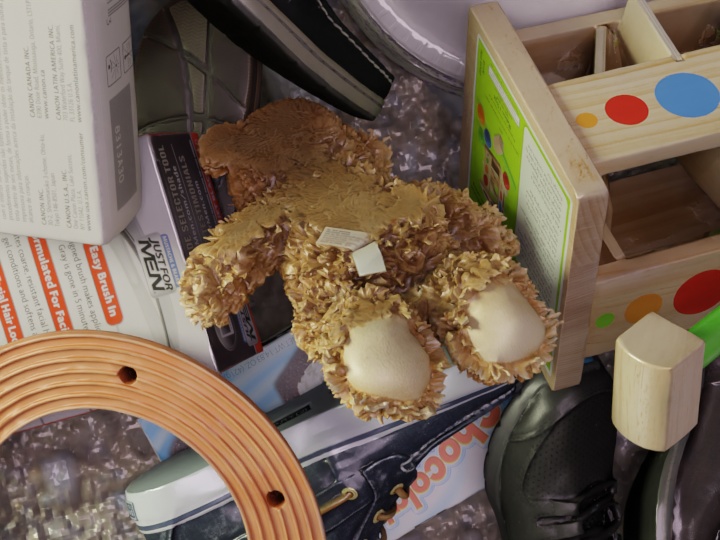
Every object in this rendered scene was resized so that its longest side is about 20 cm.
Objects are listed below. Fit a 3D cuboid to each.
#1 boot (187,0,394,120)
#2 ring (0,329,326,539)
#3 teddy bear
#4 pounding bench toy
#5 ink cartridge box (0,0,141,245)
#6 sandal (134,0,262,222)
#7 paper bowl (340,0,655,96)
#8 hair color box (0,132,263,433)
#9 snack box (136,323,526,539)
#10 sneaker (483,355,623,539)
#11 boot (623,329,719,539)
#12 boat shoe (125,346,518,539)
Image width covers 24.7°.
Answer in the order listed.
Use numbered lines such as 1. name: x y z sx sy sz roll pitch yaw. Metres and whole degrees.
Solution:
1. boot: -0.023 -0.177 0.710 0.203 0.073 0.154 42 83 -28
2. ring: -0.110 0.119 0.735 0.199 0.019 0.201 4 110 11
3. teddy bear: 0.000 0.000 0.702 0.145 0.200 0.067 -35 136 -28
4. pounding bench toy: 0.150 -0.022 0.715 0.155 0.125 0.200 -13 49 -11
5. ink cartridge box: -0.192 -0.101 0.676 0.199 0.050 0.162 8 120 15
6. sandal: -0.086 -0.033 0.802 0.081 0.055 0.201 10 93 15
7. paper bowl: 0.079 -0.184 0.788 0.200 0.104 0.202 0 92 -3
8. hair color box: -0.158 0.017 0.764 0.199 0.064 0.111 -16 92 18
9. snack box: 0.004 0.072 0.819 0.200 0.037 0.116 -30 94 -3
10. sneaker: 0.103 0.135 0.778 0.073 0.082 0.201 -13 118 -36
11. boot: 0.219 0.093 0.779 0.173 0.069 0.201 6 84 -3
12. boat shoe: -0.003 0.101 0.771 0.200 0.071 0.091 -24 100 1
